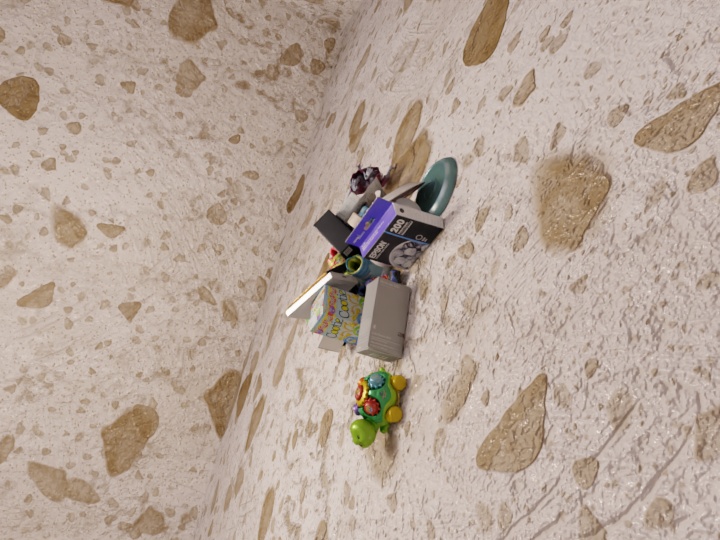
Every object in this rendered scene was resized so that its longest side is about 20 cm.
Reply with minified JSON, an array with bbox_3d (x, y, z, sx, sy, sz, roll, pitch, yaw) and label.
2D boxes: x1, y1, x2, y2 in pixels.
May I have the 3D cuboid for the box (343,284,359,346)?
[{"bbox_3d":[-0.049,0.131,1.856,0.202,0.044,0.160,-66,21,17],"label":"box"}]

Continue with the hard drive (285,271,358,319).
[{"bbox_3d":[-0.114,0.079,1.630,0.200,0.131,0.026,-40,62,24],"label":"hard drive"}]

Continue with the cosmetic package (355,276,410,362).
[{"bbox_3d":[0.062,0.131,1.449,0.090,0.106,0.202,146,137,-61],"label":"cosmetic package"}]

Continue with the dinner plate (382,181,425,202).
[{"bbox_3d":[0.092,-0.201,1.522,0.199,0.024,0.200,-30,-1,-1],"label":"dinner plate"}]

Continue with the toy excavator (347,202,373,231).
[{"bbox_3d":[0.030,-0.139,1.670,0.100,0.193,0.200,-56,27,8],"label":"toy excavator"}]

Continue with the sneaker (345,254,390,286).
[{"bbox_3d":[0.000,0.000,1.708,0.200,0.129,0.080,-28,45,65],"label":"sneaker"}]

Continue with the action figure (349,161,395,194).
[{"bbox_3d":[0.047,-0.305,1.893,0.200,0.132,0.151,-5,-83,-70],"label":"action figure"}]

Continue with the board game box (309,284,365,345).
[{"bbox_3d":[-0.035,0.137,1.568,0.105,0.198,0.104,-53,25,43],"label":"board game box"}]

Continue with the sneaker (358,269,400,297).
[{"bbox_3d":[0.054,0.050,1.588,0.200,0.078,0.076,136,147,-54],"label":"sneaker"}]

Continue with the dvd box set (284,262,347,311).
[{"bbox_3d":[-0.133,0.057,1.697,0.200,0.029,0.146,-42,-6,26],"label":"dvd box set"}]

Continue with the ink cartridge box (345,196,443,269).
[{"bbox_3d":[0.087,-0.092,1.441,0.198,0.198,0.044,128,149,-46],"label":"ink cartridge box"}]

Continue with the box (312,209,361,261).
[{"bbox_3d":[-0.050,-0.091,1.735,0.079,0.141,0.200,-47,-24,0],"label":"box"}]

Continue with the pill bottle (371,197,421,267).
[{"bbox_3d":[0.096,-0.109,1.547,0.201,0.111,0.113,122,158,-47],"label":"pill bottle"}]

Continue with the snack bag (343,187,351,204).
[{"bbox_3d":[-0.030,-0.169,1.939,0.188,0.021,0.202,30,-103,-63],"label":"snack bag"}]

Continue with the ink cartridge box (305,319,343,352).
[{"bbox_3d":[-0.101,0.151,1.783,0.147,0.083,0.200,-66,26,16],"label":"ink cartridge box"}]

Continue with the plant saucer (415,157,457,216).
[{"bbox_3d":[0.202,-0.223,1.511,0.200,0.027,0.202,-162,90,-72],"label":"plant saucer"}]

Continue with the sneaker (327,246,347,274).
[{"bbox_3d":[-0.071,-0.006,1.837,0.078,0.089,0.201,-55,28,35],"label":"sneaker"}]

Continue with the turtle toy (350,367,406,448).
[{"bbox_3d":[0.032,0.335,1.341,0.146,0.100,0.202,-36,39,60],"label":"turtle toy"}]

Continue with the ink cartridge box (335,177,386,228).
[{"bbox_3d":[0.007,-0.212,1.795,0.174,0.043,0.200,-55,-18,-3],"label":"ink cartridge box"}]
